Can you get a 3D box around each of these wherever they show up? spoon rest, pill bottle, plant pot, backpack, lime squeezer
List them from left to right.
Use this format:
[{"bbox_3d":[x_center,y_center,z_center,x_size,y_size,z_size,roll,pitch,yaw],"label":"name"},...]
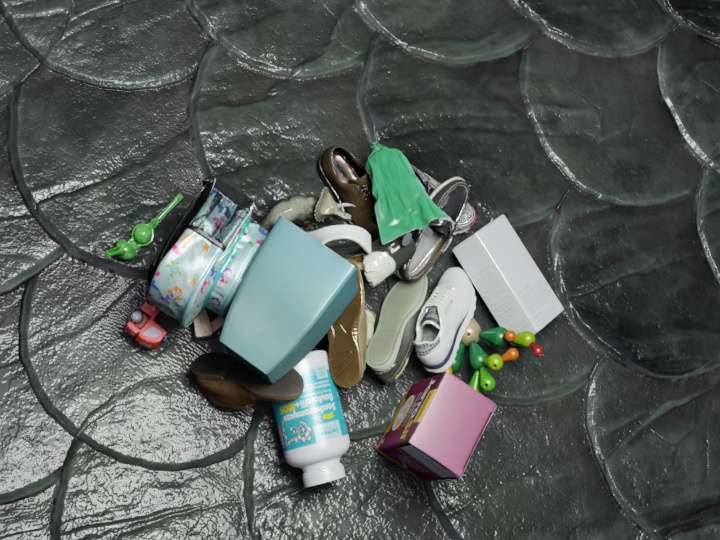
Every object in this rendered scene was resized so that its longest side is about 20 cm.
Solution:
[{"bbox_3d":[-0.361,-0.060,1.617,0.037,0.071,0.200,30,41,10],"label":"lime squeezer"},{"bbox_3d":[-0.238,-0.012,1.525,0.150,0.178,0.201,36,63,-1],"label":"backpack"},{"bbox_3d":[-0.116,0.057,1.501,0.140,0.142,0.202,33,78,10],"label":"plant pot"},{"bbox_3d":[-0.080,0.238,1.598,0.109,0.111,0.204,-13,81,-17],"label":"pill bottle"},{"bbox_3d":[-0.081,-0.030,1.641,0.197,0.061,0.101,-19,47,18],"label":"spoon rest"}]

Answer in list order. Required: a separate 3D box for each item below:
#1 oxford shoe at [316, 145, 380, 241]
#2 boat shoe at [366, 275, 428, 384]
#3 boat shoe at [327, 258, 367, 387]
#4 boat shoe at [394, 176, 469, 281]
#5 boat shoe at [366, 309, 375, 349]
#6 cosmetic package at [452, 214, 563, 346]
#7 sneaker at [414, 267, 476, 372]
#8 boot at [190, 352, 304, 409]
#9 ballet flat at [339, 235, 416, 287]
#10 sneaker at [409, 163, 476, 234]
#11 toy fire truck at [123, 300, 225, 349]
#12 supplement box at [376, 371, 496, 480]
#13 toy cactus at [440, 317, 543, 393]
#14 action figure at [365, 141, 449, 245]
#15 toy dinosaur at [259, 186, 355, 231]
[{"bbox_3d":[0.001,-0.127,1.715,0.073,0.084,0.201,-42,92,-20],"label":"oxford shoe"},{"bbox_3d":[0.068,0.095,1.697,0.203,0.071,0.061,-63,141,-29],"label":"boat shoe"},{"bbox_3d":[-0.023,0.084,1.611,0.070,0.064,0.205,0,88,12],"label":"boat shoe"},{"bbox_3d":[0.127,-0.068,1.696,0.074,0.060,0.201,41,86,-26],"label":"boat shoe"},{"bbox_3d":[-0.070,0.083,1.658,0.197,0.073,0.065,13,77,-21],"label":"boat shoe"},{"bbox_3d":[0.257,0.017,1.741,0.101,0.074,0.202,-28,84,-45],"label":"cosmetic package"},{"bbox_3d":[0.140,0.069,1.685,0.081,0.075,0.203,51,44,-39],"label":"sneaker"},{"bbox_3d":[-0.170,0.181,1.566,0.196,0.077,0.074,7,39,27],"label":"boot"},{"bbox_3d":[0.000,0.000,1.655,0.196,0.069,0.069,-17,36,18],"label":"ballet flat"},{"bbox_3d":[0.114,-0.127,1.749,0.197,0.075,0.082,25,73,-9],"label":"sneaker"},{"bbox_3d":[-0.271,0.060,1.619,0.140,0.049,0.201,38,71,-3],"label":"toy fire truck"},{"bbox_3d":[0.117,0.253,1.600,0.102,0.200,0.132,34,71,-5],"label":"supplement box"},{"bbox_3d":[0.202,0.136,1.699,0.198,0.102,0.167,-34,49,16],"label":"toy cactus"},{"bbox_3d":[0.058,-0.137,1.655,0.116,0.055,0.203,-18,59,-7],"label":"action figure"},{"bbox_3d":[-0.116,-0.097,1.667,0.196,0.102,0.079,-10,80,-17],"label":"toy dinosaur"}]
